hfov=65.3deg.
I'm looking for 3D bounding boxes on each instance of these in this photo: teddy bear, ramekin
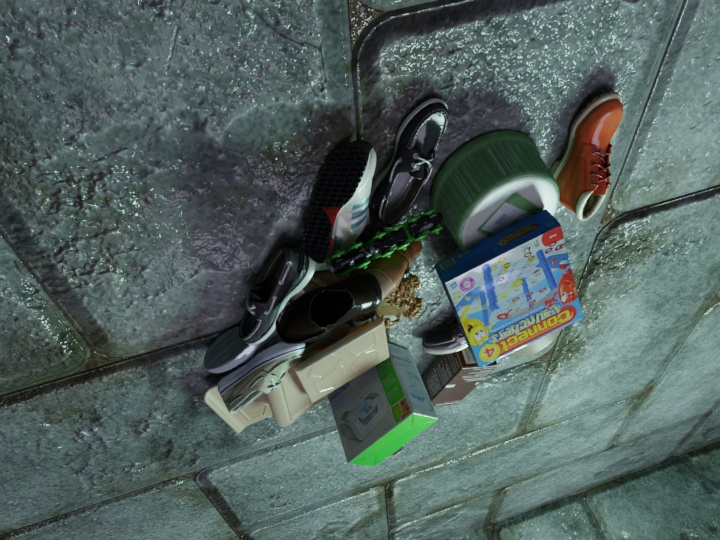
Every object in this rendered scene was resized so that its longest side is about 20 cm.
[{"bbox_3d":[0.048,0.050,1.045,0.144,0.068,0.198,-34,147,28],"label":"teddy bear"},{"bbox_3d":[0.220,-0.112,0.905,0.196,0.099,0.202,-13,140,-11],"label":"ramekin"}]

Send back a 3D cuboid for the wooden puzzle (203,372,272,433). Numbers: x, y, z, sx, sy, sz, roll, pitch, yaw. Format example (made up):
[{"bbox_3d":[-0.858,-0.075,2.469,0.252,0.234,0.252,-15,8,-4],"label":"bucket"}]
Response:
[{"bbox_3d":[-0.200,0.240,1.150,0.197,0.047,0.187,-26,141,-4],"label":"wooden puzzle"}]

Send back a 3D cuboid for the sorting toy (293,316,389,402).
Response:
[{"bbox_3d":[-0.032,0.167,1.066,0.183,0.037,0.201,-29,153,-11],"label":"sorting toy"}]

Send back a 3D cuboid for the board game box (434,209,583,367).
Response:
[{"bbox_3d":[0.244,0.035,0.913,0.197,0.056,0.198,-26,122,4],"label":"board game box"}]

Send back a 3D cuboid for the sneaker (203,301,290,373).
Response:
[{"bbox_3d":[-0.187,0.131,1.007,0.197,0.074,0.071,-30,138,9],"label":"sneaker"}]

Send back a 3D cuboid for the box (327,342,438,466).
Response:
[{"bbox_3d":[0.043,0.289,1.211,0.200,0.179,0.096,-42,138,23],"label":"box"}]

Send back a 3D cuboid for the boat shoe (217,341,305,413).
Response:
[{"bbox_3d":[-0.168,0.185,0.991,0.198,0.063,0.072,-34,162,23],"label":"boat shoe"}]

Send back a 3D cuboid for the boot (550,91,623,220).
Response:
[{"bbox_3d":[0.378,-0.178,0.902,0.073,0.108,0.202,-5,136,-17],"label":"boot"}]

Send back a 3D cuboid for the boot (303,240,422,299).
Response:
[{"bbox_3d":[0.000,0.000,0.936,0.155,0.198,0.075,-46,125,-30],"label":"boot"}]

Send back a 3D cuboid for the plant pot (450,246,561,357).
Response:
[{"bbox_3d":[0.255,0.031,1.043,0.187,0.189,0.199,-40,124,21],"label":"plant pot"}]

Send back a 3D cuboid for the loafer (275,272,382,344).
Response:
[{"bbox_3d":[-0.062,0.057,0.827,0.198,0.074,0.071,-30,170,32],"label":"loafer"}]

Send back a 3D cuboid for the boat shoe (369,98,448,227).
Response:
[{"bbox_3d":[0.074,-0.152,0.821,0.073,0.061,0.201,9,131,-33],"label":"boat shoe"}]

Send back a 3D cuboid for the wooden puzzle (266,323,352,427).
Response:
[{"bbox_3d":[-0.099,0.208,1.127,0.198,0.037,0.187,-29,140,-22],"label":"wooden puzzle"}]

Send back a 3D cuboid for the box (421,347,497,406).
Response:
[{"bbox_3d":[0.221,0.241,1.307,0.098,0.076,0.201,-1,145,-23],"label":"box"}]

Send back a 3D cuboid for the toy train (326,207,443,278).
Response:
[{"bbox_3d":[0.038,-0.041,0.852,0.197,0.042,0.056,-26,180,-16],"label":"toy train"}]

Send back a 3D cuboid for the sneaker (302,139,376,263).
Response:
[{"bbox_3d":[-0.017,-0.105,0.841,0.093,0.070,0.202,-18,140,-50],"label":"sneaker"}]

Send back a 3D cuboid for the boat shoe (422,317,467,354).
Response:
[{"bbox_3d":[0.223,0.125,1.203,0.196,0.072,0.066,-13,118,8],"label":"boat shoe"}]

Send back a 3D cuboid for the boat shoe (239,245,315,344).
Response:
[{"bbox_3d":[-0.150,0.041,0.910,0.060,0.075,0.200,16,125,-43],"label":"boat shoe"}]
